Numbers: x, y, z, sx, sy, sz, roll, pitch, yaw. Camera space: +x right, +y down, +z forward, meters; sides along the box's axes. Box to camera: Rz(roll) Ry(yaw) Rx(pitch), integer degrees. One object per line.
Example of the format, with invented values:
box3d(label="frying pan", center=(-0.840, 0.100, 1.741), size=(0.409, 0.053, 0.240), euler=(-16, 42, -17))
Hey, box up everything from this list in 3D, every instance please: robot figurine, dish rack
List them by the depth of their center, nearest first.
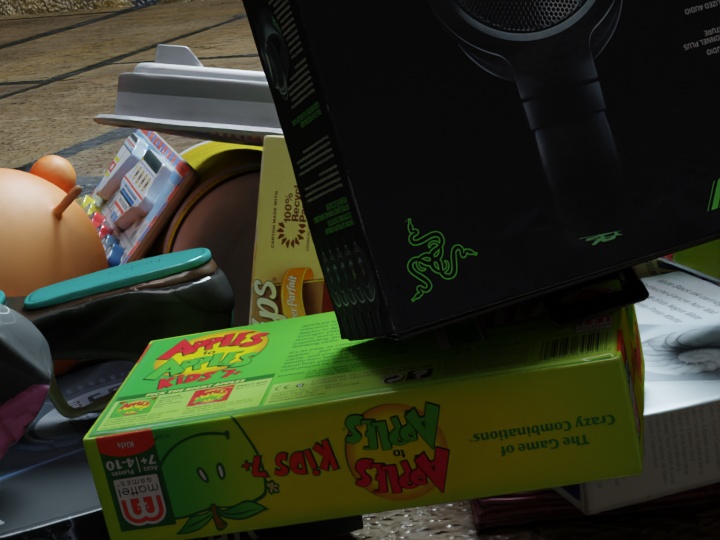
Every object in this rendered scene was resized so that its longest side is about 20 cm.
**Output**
box3d(label="robot figurine", center=(-0.203, 0.013, 0.989), size=(0.143, 0.117, 0.200), euler=(-16, -4, -37))
box3d(label="dish rack", center=(-0.030, -0.085, 0.997), size=(0.171, 0.044, 0.200), euler=(5, 1, 14))

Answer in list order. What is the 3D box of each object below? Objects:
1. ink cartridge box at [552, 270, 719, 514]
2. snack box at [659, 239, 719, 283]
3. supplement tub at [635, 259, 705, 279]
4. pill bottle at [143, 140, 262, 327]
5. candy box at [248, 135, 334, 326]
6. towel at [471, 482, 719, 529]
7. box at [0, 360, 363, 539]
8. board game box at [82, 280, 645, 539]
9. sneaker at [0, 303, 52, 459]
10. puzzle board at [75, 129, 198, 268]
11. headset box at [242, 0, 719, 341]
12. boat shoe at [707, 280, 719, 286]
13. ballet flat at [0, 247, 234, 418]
box3d(label="ink cartridge box", center=(0.147, 0.041, 0.841), size=(0.199, 0.041, 0.200), euler=(-10, 14, -17))
box3d(label="snack box", center=(0.237, -0.038, 0.824), size=(0.199, 0.143, 0.053), euler=(21, 4, -14))
box3d(label="supplement tub", center=(0.156, -0.067, 0.970), size=(0.199, 0.146, 0.145), euler=(-1, 15, 19))
box3d(label="pill bottle", center=(-0.070, -0.017, 1.122), size=(0.111, 0.113, 0.200), euler=(-10, 15, -12))
box3d(label="candy box", center=(0.000, 0.000, 0.909), size=(0.055, 0.116, 0.200), euler=(6, 2, 14))
box3d(label="towel", center=(0.115, 0.067, 0.884), size=(0.143, 0.023, 0.200), euler=(-6, 14, 0))
box3d(label="box", center=(-0.114, 0.091, 0.853), size=(0.159, 0.044, 0.200), euler=(-14, 15, -24))
box3d(label="board game box", center=(0.006, 0.050, 0.728), size=(0.199, 0.048, 0.102), euler=(-9, 17, 12))
box3d(label="sneaker", center=(-0.220, 0.065, 0.814), size=(0.199, 0.081, 0.086), euler=(-26, 16, 12))
box3d(label="puzzle board", center=(-0.160, -0.015, 1.142), size=(0.017, 0.151, 0.200), euler=(33, 2, -19))
box3d(label="headset box", center=(0.056, -0.080, 0.701), size=(0.173, 0.201, 0.093), euler=(-16, 1, -12))
box3d(label="boat shoe", center=(0.196, -0.007, 1.048), size=(0.199, 0.066, 0.072), euler=(1, 16, 29))
box3d(label="ballet flat", center=(-0.153, 0.036, 0.856), size=(0.199, 0.069, 0.068), euler=(-6, 12, 10))
